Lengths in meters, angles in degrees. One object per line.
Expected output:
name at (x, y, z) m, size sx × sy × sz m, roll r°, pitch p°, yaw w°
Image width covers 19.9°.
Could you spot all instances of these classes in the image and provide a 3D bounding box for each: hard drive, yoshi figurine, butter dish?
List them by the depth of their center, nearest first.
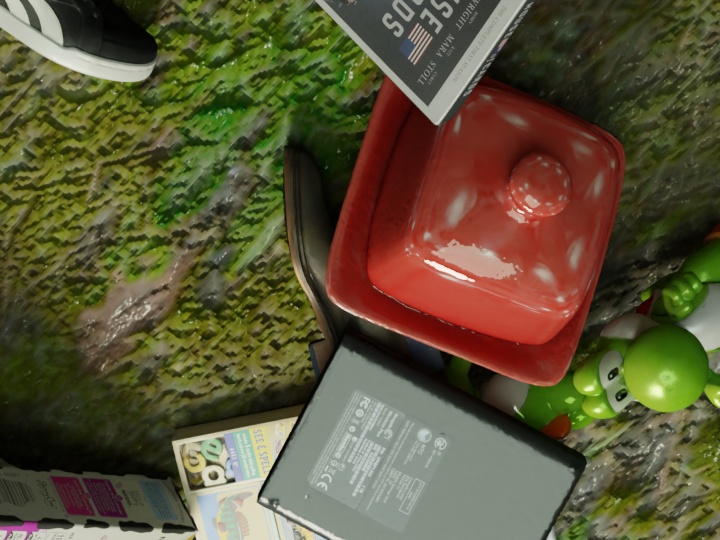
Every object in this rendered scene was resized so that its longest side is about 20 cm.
butter dish at (0.101, -0.046, 1.419) m, size 0.198 × 0.148 × 0.202 m, roll 21°, pitch 75°, yaw -14°
hard drive at (0.044, 0.150, 1.476) m, size 0.199 × 0.033 × 0.140 m, roll 28°, pitch 98°, yaw -4°
yoshi figurine at (0.242, 0.045, 1.480) m, size 0.112 × 0.199 × 0.112 m, roll 46°, pitch 148°, yaw 13°
yoshi figurine at (0.083, 0.093, 1.563) m, size 0.198 × 0.112 × 0.113 m, roll -9°, pitch 81°, yaw 16°

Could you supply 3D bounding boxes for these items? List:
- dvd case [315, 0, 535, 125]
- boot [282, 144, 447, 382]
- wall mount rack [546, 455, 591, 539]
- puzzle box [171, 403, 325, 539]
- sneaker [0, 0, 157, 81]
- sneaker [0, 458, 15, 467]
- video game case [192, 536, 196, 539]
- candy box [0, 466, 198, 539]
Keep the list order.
dvd case at (0.022, -0.214, 1.350) m, size 0.200 × 0.025 × 0.151 m, roll 47°, pitch 134°, yaw 11°
boot at (0.000, 0.000, 1.504) m, size 0.096 × 0.075 × 0.202 m, roll -11°, pitch 98°, yaw 1°
wall mount rack at (0.084, 0.193, 1.589) m, size 0.198 × 0.174 × 0.075 m, roll -10°, pitch 87°, yaw 1°
puzzle box at (-0.063, 0.208, 1.625) m, size 0.132 × 0.025 × 0.202 m, roll -12°, pitch 107°, yaw 5°
sneaker at (-0.211, -0.215, 1.393) m, size 0.199 × 0.073 × 0.112 m, roll 26°, pitch 115°, yaw -14°
sneaker at (-0.340, 0.213, 1.621) m, size 0.076 × 0.075 × 0.200 m, roll 41°, pitch 107°, yaw 0°
video game case at (-0.037, 0.275, 1.686) m, size 0.142 × 0.018 × 0.201 m, roll -22°, pitch 116°, yaw 8°
candy box at (-0.241, 0.219, 1.567) m, size 0.199 × 0.061 × 0.137 m, roll 8°, pitch 128°, yaw -44°
